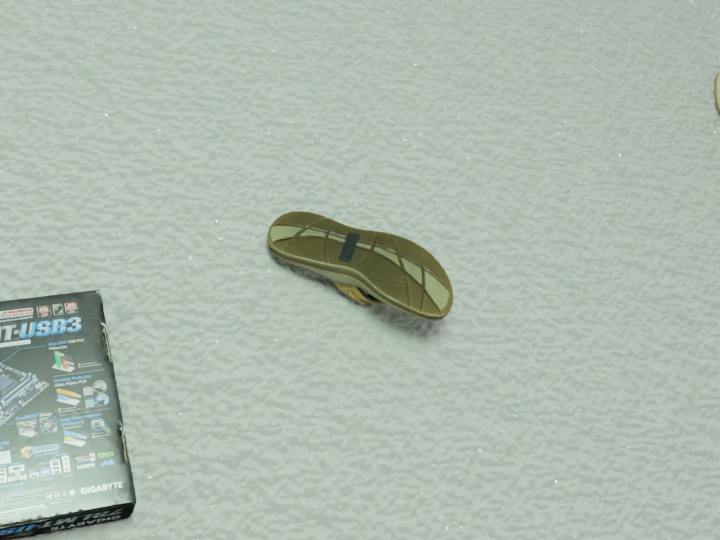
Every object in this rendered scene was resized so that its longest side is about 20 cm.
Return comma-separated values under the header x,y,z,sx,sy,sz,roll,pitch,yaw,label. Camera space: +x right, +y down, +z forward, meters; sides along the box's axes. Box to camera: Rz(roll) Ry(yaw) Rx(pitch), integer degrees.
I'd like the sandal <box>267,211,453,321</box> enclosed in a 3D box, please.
x,y,z,sx,sy,sz,roll,pitch,yaw,label
0.000,0.000,1.120,0.198,0.054,0.081,19,51,9,sandal

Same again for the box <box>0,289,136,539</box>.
x,y,z,sx,sy,sz,roll,pitch,yaw,label
-0.303,0.124,0.947,0.198,0.050,0.200,-7,65,-22,box

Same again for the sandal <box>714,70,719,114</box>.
x,y,z,sx,sy,sz,roll,pitch,yaw,label
0.492,-0.180,1.368,0.077,0.070,0.214,9,60,-14,sandal
